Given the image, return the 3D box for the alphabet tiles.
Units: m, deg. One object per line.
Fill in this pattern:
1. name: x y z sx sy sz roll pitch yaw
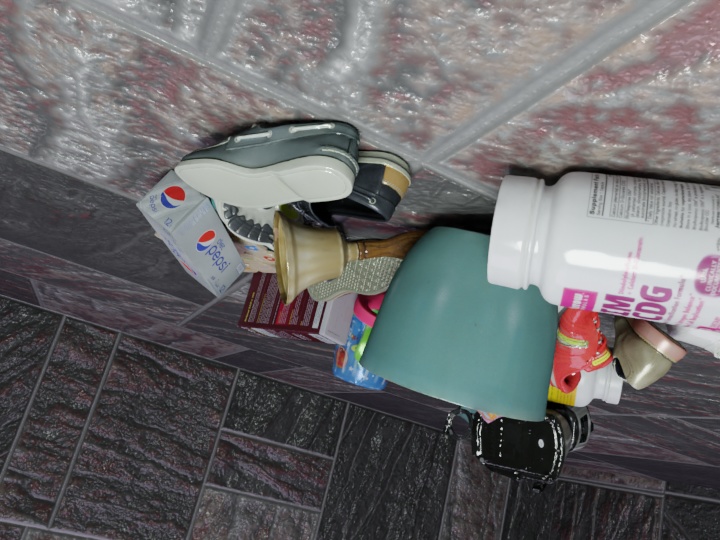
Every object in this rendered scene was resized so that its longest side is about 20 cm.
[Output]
1. alphabet tiles: -0.222 -0.040 0.985 0.195 0.015 0.200 1 158 38

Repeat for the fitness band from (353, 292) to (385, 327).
1. fitness band: 0.084 0.085 0.961 0.199 0.038 0.144 19 -162 -5

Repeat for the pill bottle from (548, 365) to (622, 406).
1. pill bottle: 0.312 0.158 1.007 0.199 0.105 0.104 9 162 20

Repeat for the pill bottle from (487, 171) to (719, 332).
1. pill bottle: 0.212 -0.020 0.517 0.199 0.114 0.113 9 162 17

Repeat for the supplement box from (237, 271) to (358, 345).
1. supplement box: -0.103 0.055 1.025 0.199 0.110 0.061 2 159 38

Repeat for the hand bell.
1. hand bell: 0.006 -0.025 0.712 0.198 0.105 0.104 -7 168 -15

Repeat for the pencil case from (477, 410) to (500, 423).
1. pencil case: 0.144 0.105 0.848 0.200 0.087 0.088 52 171 16

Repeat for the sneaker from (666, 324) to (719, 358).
1. sneaker: 0.449 0.095 0.704 0.199 0.100 0.078 10 162 15

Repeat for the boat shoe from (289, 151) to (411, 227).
1. boat shoe: -0.044 -0.080 0.634 0.199 0.063 0.075 5 162 32

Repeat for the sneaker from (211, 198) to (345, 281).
1. sneaker: -0.096 -0.053 0.780 0.200 0.078 0.080 33 175 -34

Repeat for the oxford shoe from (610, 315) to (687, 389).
1. oxford shoe: 0.327 0.092 0.760 0.071 0.074 0.200 38 -170 13

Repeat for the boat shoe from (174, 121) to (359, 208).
1. boat shoe: -0.088 -0.103 0.592 0.199 0.062 0.073 3 154 30

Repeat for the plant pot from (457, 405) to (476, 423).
1. plant pot: 0.302 0.270 1.247 0.187 0.201 0.200 26 165 11

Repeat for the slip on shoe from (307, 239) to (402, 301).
1. slip on shoe: 0.000 0.000 0.861 0.061 0.075 0.199 -16 178 -39

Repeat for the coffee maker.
1. coffee maker: 0.273 0.257 1.053 0.191 0.135 0.200 30 -167 28

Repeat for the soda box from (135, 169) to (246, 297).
1. soda box: -0.216 -0.042 0.826 0.068 0.064 0.200 36 163 19

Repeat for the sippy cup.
1. sippy cup: 0.014 0.129 1.073 0.139 0.131 0.177 16 178 38

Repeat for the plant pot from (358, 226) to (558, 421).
1. plant pot: 0.115 0.047 0.660 0.199 0.162 0.201 16 178 1

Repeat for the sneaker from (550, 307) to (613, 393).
1. sneaker: 0.260 0.071 0.725 0.085 0.077 0.201 40 146 25
